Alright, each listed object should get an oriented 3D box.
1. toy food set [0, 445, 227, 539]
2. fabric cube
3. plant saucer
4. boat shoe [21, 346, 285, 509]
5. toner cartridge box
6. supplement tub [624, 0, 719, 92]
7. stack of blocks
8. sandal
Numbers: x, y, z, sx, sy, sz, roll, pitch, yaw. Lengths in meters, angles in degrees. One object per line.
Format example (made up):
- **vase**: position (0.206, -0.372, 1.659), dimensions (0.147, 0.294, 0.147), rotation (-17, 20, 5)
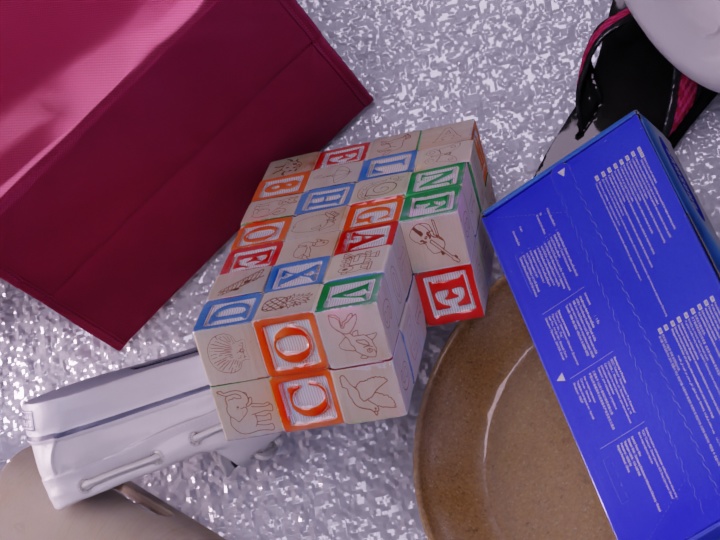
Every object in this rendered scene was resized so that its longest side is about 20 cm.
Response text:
- **toy food set**: position (-0.158, 0.200, 1.007), dimensions (0.143, 0.060, 0.201), rotation (25, 81, 35)
- **fabric cube**: position (-0.148, -0.115, 1.030), dimensions (0.199, 0.200, 0.196), rotation (-43, 67, 2)
- **plant saucer**: position (0.118, 0.081, 0.950), dimensions (0.199, 0.035, 0.202), rotation (-14, 65, 30)
- **boat shoe**: position (-0.070, 0.071, 1.008), dimensions (0.198, 0.074, 0.066), rotation (-15, 94, -6)
- **toner cartridge box**: position (0.134, 0.034, 0.908), dimensions (0.095, 0.043, 0.201), rotation (-32, 57, 19)
- **supplement tub**: position (0.225, -0.188, 0.938), dimensions (0.199, 0.145, 0.145), rotation (-30, 65, -13)
- **stack of blocks**: position (0.000, 0.000, 0.951), dimensions (0.114, 0.200, 0.059), rotation (-10, 113, 14)
- **sandal**: position (0.142, -0.094, 1.010), dimensions (0.075, 0.045, 0.201), rotation (24, 82, 23)
